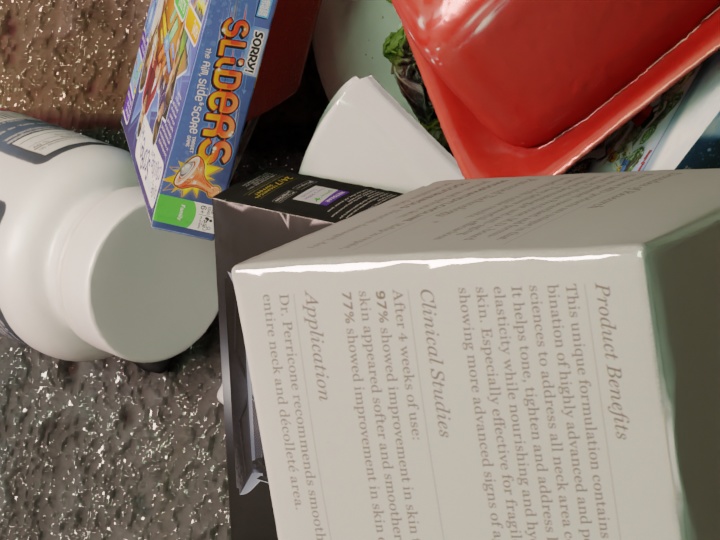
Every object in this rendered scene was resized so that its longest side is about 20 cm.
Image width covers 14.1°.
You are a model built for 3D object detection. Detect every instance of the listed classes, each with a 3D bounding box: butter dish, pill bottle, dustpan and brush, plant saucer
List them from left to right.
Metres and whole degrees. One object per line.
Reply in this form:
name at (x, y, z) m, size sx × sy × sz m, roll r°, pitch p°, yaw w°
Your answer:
pill bottle at (-0.165, -0.016, 1.590) m, size 0.200 × 0.119 × 0.120 m, roll 21°, pitch 91°, yaw 50°
plant saucer at (-0.042, -0.190, 1.550) m, size 0.200 × 0.037 × 0.200 m, roll -120°, pitch 43°, yaw -71°
dustpan and brush at (0.000, 0.000, 1.489) m, size 0.140 × 0.057 × 0.200 m, roll 45°, pitch 121°, yaw 1°
butter dish at (0.073, -0.166, 1.321) m, size 0.199 × 0.148 × 0.200 m, roll -38°, pitch 43°, yaw 20°

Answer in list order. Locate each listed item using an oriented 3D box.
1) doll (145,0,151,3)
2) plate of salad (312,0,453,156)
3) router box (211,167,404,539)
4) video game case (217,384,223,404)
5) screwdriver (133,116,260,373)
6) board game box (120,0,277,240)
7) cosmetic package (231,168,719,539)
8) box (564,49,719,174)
doll at (-0.114, -0.251, 1.679) m, size 0.136 × 0.048 × 0.200 m, roll -4°, pitch 83°, yaw 24°
plate of salad at (0.051, -0.140, 1.467) m, size 0.200 × 0.048 × 0.200 m, roll -3°, pitch 85°, yaw 34°
router box at (0.008, 0.061, 1.431) m, size 0.157 × 0.052 × 0.200 m, roll 13°, pitch 116°, yaw 31°
video game case at (0.035, 0.038, 1.524) m, size 0.200 × 0.024 × 0.182 m, roll 34°, pitch 99°, yaw 36°
screwdriver at (-0.084, -0.037, 1.618) m, size 0.029 × 0.028 × 0.200 m, roll 20°, pitch 94°, yaw 8°
board game box at (-0.086, -0.110, 1.508) m, size 0.200 × 0.034 × 0.136 m, roll -115°, pitch 40°, yaw -69°
cosmetic package at (0.082, 0.055, 1.223) m, size 0.200 × 0.166 × 0.168 m, roll -1°, pitch 103°, yaw 34°
box at (0.152, -0.094, 1.349) m, size 0.200 × 0.038 × 0.137 m, roll -53°, pitch 31°, yaw 9°
